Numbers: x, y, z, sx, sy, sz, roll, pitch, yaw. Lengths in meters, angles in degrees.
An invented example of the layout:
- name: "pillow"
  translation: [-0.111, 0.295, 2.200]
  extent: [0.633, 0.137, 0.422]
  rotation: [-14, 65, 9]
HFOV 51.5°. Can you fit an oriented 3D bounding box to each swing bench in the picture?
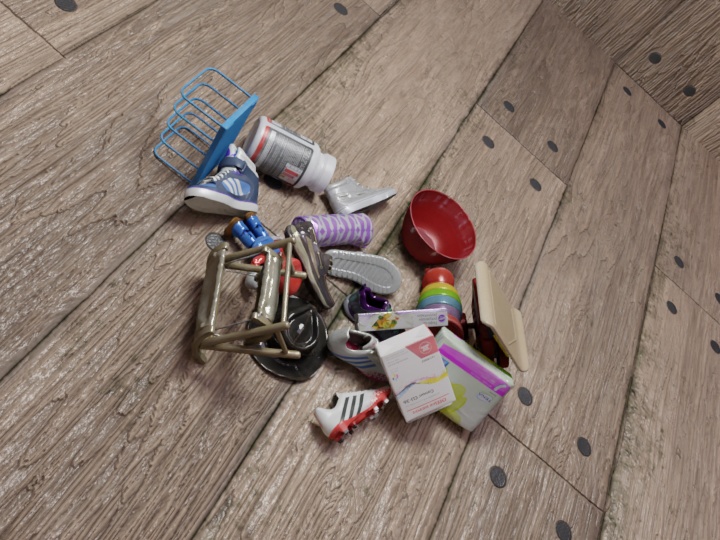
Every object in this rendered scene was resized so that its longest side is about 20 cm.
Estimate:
- name: "swing bench"
  translation: [-0.213, 0.056, 1.393]
  extent: [0.199, 0.130, 0.199]
  rotation: [-3, 55, 6]

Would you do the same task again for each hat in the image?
- name: "hat"
  translation: [-0.128, 0.116, 1.503]
  extent: [0.200, 0.081, 0.201]
  rotation: [19, 50, -24]

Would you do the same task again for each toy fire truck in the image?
- name: "toy fire truck"
  translation: [0.278, 0.137, 1.709]
  extent: [0.112, 0.168, 0.200]
  rotation: [-6, 56, 5]

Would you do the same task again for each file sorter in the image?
- name: "file sorter"
  translation: [-0.329, -0.300, 1.560]
  extent: [0.123, 0.200, 0.139]
  rotation: [37, 45, -6]

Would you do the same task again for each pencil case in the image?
- name: "pencil case"
  translation: [-0.064, -0.085, 1.693]
  extent: [0.200, 0.084, 0.086]
  rotation: [-7, 103, -37]

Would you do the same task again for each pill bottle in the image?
- name: "pill bottle"
  translation: [-0.163, -0.260, 1.712]
  extent: [0.200, 0.116, 0.116]
  rotation: [25, 49, -21]

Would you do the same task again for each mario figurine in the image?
- name: "mario figurine"
  translation: [-0.203, -0.020, 1.565]
  extent: [0.123, 0.106, 0.200]
  rotation: [-38, 73, -8]

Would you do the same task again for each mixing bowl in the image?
- name: "mixing bowl"
  translation: [0.175, -0.089, 1.851]
  extent: [0.200, 0.108, 0.201]
  rotation: [20, 51, -26]

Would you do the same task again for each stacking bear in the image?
- name: "stacking bear"
  translation: [0.183, 0.076, 1.745]
  extent: [0.121, 0.114, 0.200]
  rotation: [12, 43, -7]

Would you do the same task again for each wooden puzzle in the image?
- name: "wooden puzzle"
  translation: [0.304, 0.103, 1.636]
  extent: [0.200, 0.037, 0.185]
  rotation: [47, 30, -35]

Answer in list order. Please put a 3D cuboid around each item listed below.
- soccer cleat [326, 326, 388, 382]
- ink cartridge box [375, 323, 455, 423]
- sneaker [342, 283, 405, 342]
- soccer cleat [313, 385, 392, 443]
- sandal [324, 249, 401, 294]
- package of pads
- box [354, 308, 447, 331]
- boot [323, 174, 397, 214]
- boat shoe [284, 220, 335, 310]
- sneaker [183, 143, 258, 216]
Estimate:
- name: "soccer cleat"
  translation: [0.021, 0.177, 1.560]
  extent: [0.200, 0.086, 0.070]
  rotation: [28, 47, -30]
- name: "ink cartridge box"
  translation: [0.119, 0.226, 1.531]
  extent: [0.068, 0.116, 0.200]
  rotation: [-122, -170, -69]
- name: "sneaker"
  translation: [0.056, 0.114, 1.636]
  extent: [0.200, 0.088, 0.074]
  rotation: [38, 45, -8]
- name: "soccer cleat"
  translation: [-0.012, 0.269, 1.498]
  extent: [0.085, 0.069, 0.200]
  rotation: [44, 41, 17]
- name: "sandal"
  translation: [0.003, -0.007, 1.705]
  extent: [0.202, 0.083, 0.050]
  rotation: [21, 7, -22]
- name: "package of pads"
  translation: [0.209, 0.240, 1.619]
  extent: [0.200, 0.155, 0.068]
  rotation: [35, 17, -11]
- name: "box"
  translation: [0.086, 0.105, 1.594]
  extent: [0.199, 0.041, 0.039]
  rotation: [-3, 88, -15]
- name: "boot"
  translation: [0.000, -0.194, 1.817]
  extent: [0.200, 0.074, 0.096]
  rotation: [-24, 83, -43]
- name: "boat shoe"
  translation: [-0.092, -0.013, 1.584]
  extent: [0.073, 0.074, 0.200]
  rotation: [-26, 102, -14]
- name: "sneaker"
  translation: [-0.292, -0.198, 1.562]
  extent: [0.200, 0.080, 0.147]
  rotation: [10, 72, -54]
